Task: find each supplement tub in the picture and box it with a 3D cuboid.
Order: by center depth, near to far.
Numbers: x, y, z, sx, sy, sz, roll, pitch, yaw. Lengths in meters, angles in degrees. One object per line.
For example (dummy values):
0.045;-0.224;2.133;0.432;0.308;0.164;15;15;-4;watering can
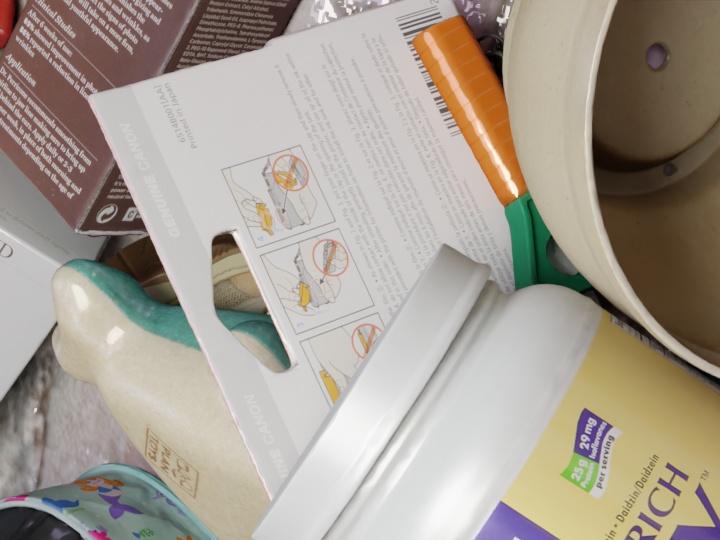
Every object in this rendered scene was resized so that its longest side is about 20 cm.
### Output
0.079;0.095;0.679;0.200;0.145;0.145;33;114;0;supplement tub

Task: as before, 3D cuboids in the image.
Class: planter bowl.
0.134;-0.070;0.713;0.135;0.200;0.200;29;111;62;planter bowl

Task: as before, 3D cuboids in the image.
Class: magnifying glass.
0.078;-0.012;0.800;0.200;0.080;0.022;63;155;6;magnifying glass

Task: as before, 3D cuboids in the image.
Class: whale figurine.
-0.044;0.056;0.869;0.200;0.104;0.159;34;151;14;whale figurine

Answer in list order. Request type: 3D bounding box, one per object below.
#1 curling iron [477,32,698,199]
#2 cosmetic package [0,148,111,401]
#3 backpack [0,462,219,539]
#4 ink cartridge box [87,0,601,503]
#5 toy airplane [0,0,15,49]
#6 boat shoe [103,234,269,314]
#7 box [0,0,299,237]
0.119;-0.033;0.814;0.200;0.026;0.050;42;136;24;curling iron
-0.222;0.027;1.013;0.108;0.085;0.200;32;118;-9;cosmetic package
-0.124;0.194;0.924;0.178;0.151;0.200;44;124;23;backpack
0.000;0.000;0.796;0.200;0.176;0.045;65;151;9;ink cartridge box
-0.307;-0.125;1.064;0.199;0.141;0.200;40;81;16;toy airplane
-0.040;0.001;0.917;0.200;0.071;0.065;-17;116;37;boat shoe
-0.098;-0.125;0.947;0.100;0.075;0.200;45;118;28;box
